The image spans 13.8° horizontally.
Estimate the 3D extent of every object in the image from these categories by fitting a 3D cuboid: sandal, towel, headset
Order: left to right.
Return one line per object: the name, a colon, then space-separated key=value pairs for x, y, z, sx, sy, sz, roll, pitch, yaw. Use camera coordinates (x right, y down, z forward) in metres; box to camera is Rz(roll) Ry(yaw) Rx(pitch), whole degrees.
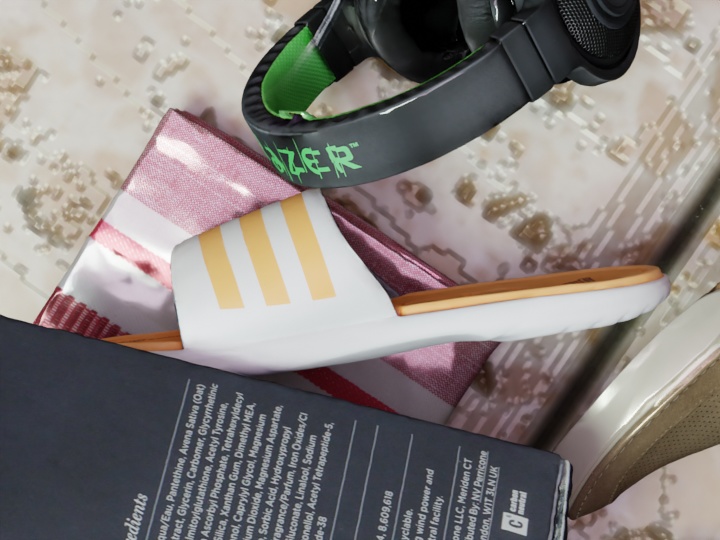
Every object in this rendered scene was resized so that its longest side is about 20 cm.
towel: x=-0.060 y=0.061 z=1.063 sx=0.144 sy=0.023 sz=0.200 roll=33 pitch=95 yaw=1
sandal: x=0.000 y=0.000 z=1.011 sx=0.207 sy=0.079 sz=0.059 roll=-8 pitch=92 yaw=-5
headset: x=0.040 y=-0.107 z=1.006 sx=0.200 sy=0.123 sz=0.094 roll=-40 pitch=117 yaw=-24

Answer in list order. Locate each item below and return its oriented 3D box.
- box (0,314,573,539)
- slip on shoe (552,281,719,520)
box: x=-0.048 y=0.118 z=0.970 sx=0.200 sy=0.104 sz=0.148 roll=15 pitch=135 yaw=-2
slip on shoe: x=0.148 y=0.025 z=1.022 sx=0.200 sy=0.076 sz=0.061 roll=-40 pitch=82 yaw=-4
